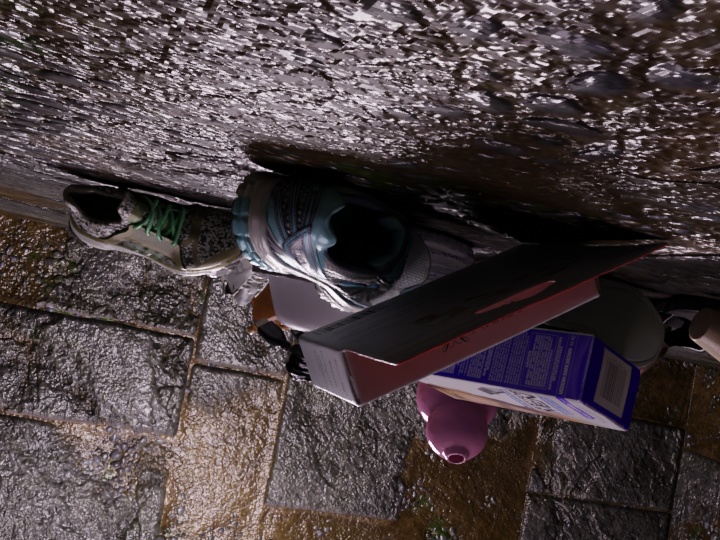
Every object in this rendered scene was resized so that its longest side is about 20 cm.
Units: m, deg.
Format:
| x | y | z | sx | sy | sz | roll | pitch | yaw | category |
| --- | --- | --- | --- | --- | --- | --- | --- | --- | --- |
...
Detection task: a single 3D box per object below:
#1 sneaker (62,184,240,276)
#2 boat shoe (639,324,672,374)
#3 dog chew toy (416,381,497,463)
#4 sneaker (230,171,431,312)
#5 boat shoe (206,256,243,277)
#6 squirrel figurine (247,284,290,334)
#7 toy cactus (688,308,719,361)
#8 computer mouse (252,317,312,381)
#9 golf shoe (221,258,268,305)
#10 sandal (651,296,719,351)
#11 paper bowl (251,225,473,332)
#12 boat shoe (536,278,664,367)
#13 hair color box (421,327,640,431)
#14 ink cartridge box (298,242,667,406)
| x | y | z | sx | sy | sz | roll | pitch | yaw | category |
| --- | --- | --- | --- | --- | --- | --- | --- | --- | --- |
| -0.212 | -0.047 | 0.860 | 0.196 | 0.078 | 0.089 | 9 | 168 | 5 | sneaker |
| 0.324 | 0.065 | 1.024 | 0.075 | 0.075 | 0.202 | 48 | -167 | 8 | boat shoe |
| 0.124 | 0.152 | 1.100 | 0.122 | 0.202 | 0.126 | 4 | 137 | 4 | dog chew toy |
| 0.003 | -0.012 | 0.592 | 0.085 | 0.079 | 0.199 | 5 | 174 | 36 | sneaker |
| -0.162 | -0.026 | 1.006 | 0.070 | 0.071 | 0.199 | 15 | 175 | -30 | boat shoe |
| -0.105 | 0.042 | 1.245 | 0.198 | 0.144 | 0.185 | 21 | -165 | 34 | squirrel figurine |
| 0.374 | 0.074 | 0.765 | 0.163 | 0.104 | 0.200 | 26 | 174 | -10 | toy cactus |
| -0.054 | 0.069 | 0.862 | 0.138 | 0.047 | 0.200 | 15 | -162 | -32 | computer mouse |
| -0.127 | -0.001 | 1.090 | 0.077 | 0.099 | 0.199 | 14 | 175 | -24 | golf shoe |
| 0.337 | 0.059 | 0.891 | 0.074 | 0.046 | 0.200 | 10 | 177 | 14 | sandal |
| -0.002 | 0.011 | 0.776 | 0.197 | 0.107 | 0.201 | 13 | 178 | 1 | paper bowl |
| 0.208 | 0.038 | 0.811 | 0.198 | 0.077 | 0.060 | 27 | 169 | -29 | boat shoe |
| 0.148 | 0.095 | 0.816 | 0.198 | 0.066 | 0.109 | 6 | 163 | 43 | hair color box |
| 0.077 | 0.033 | 0.562 | 0.197 | 0.044 | 0.173 | -21 | -170 | -20 | ink cartridge box |
